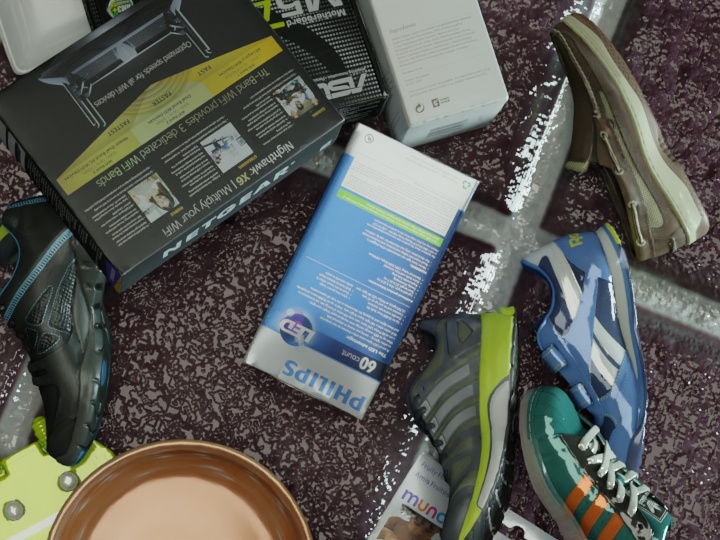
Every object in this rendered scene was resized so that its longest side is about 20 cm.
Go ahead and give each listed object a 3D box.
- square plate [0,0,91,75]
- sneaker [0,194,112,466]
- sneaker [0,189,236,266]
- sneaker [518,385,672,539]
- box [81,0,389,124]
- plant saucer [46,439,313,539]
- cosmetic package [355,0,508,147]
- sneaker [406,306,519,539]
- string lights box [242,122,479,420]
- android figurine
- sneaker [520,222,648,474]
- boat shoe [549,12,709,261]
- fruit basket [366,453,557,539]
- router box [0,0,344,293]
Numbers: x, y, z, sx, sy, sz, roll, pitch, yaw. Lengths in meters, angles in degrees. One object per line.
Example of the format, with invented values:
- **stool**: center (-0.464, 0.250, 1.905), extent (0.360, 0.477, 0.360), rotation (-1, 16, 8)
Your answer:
- **square plate**: center (-0.208, -0.274, 1.380), extent (0.200, 0.028, 0.198), rotation (-20, 85, -7)
- **sneaker**: center (-0.224, 0.043, 1.287), extent (0.082, 0.073, 0.200), rotation (2, 91, -2)
- **sneaker**: center (-0.184, -0.041, 1.334), extent (0.200, 0.074, 0.081), rotation (-22, 89, -5)
- **sneaker**: center (0.185, 0.170, 1.291), extent (0.080, 0.071, 0.200), rotation (-21, 97, 31)
- **box**: center (-0.102, -0.187, 1.326), extent (0.200, 0.048, 0.194), rotation (-14, 74, -14)
- **plant saucer**: center (-0.132, 0.223, 1.288), extent (0.200, 0.037, 0.201), rotation (0, 88, -6)
- **cosmetic package**: center (0.039, -0.204, 1.351), extent (0.085, 0.108, 0.200), rotation (-16, 86, -6)
- **sneaker**: center (0.074, 0.120, 1.317), extent (0.081, 0.074, 0.200), rotation (1, 58, 12)
- **string lights box**: center (0.000, 0.000, 1.330), extent (0.103, 0.059, 0.200), rotation (26, 93, -1)
- **android figurine**: center (-0.216, 0.209, 1.317), extent (0.182, 0.041, 0.200), rotation (-26, 88, -7)
- **sneaker**: center (0.174, 0.067, 1.349), extent (0.082, 0.074, 0.200), rotation (-9, 82, 0)
- **boat shoe**: center (0.192, -0.100, 1.369), extent (0.075, 0.075, 0.203), rotation (-29, 87, -1)
- **fruit basket**: center (0.072, 0.267, 1.307), extent (0.185, 0.094, 0.200), rotation (34, 79, 0)
- **router box**: center (-0.137, -0.106, 1.245), extent (0.200, 0.052, 0.157), rotation (-36, 83, -17)
